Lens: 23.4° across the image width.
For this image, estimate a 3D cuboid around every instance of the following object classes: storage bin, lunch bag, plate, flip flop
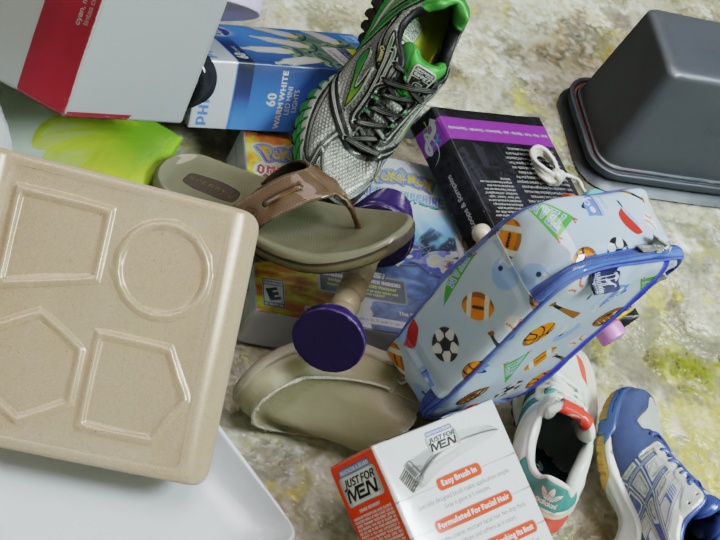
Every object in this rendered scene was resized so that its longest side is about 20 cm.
[{"bbox_3d":[0.300,-0.158,1.564,0.199,0.134,0.146,7,50,-24],"label":"storage bin"},{"bbox_3d":[0.125,0.022,1.198,0.160,0.200,0.076,-6,60,-47],"label":"lunch bag"},{"bbox_3d":[-0.173,0.142,1.138,0.199,0.032,0.200,-24,68,-39],"label":"plate"},{"bbox_3d":[-0.057,-0.052,1.225,0.200,0.058,0.081,21,37,22],"label":"flip flop"}]

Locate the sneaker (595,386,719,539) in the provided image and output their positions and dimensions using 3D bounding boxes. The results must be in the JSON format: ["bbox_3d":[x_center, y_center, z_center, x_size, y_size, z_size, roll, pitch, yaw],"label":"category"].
[{"bbox_3d":[0.227,0.170,1.273,0.075,0.088,0.201,37,40,-43],"label":"sneaker"}]

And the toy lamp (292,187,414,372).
[{"bbox_3d":[0.000,0.000,1.250,0.058,0.058,0.200,30,33,-2],"label":"toy lamp"}]

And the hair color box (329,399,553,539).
[{"bbox_3d":[0.073,0.200,1.162,0.111,0.064,0.201,-17,81,-36],"label":"hair color box"}]

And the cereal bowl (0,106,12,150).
[{"bbox_3d":[-0.327,-0.067,1.116,0.200,0.200,0.083,29,1,-3],"label":"cereal bowl"}]

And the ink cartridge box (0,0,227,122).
[{"bbox_3d":[-0.213,-0.208,1.209,0.200,0.145,0.145,28,16,24],"label":"ink cartridge box"}]

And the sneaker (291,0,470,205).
[{"bbox_3d":[0.015,-0.137,1.327,0.078,0.085,0.200,30,80,-26],"label":"sneaker"}]

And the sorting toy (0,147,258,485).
[{"bbox_3d":[-0.174,0.031,1.129,0.199,0.036,0.186,15,81,-23],"label":"sorting toy"}]

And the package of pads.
[{"bbox_3d":[-0.239,-0.063,1.248,0.154,0.068,0.200,31,42,-1],"label":"package of pads"}]

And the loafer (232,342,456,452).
[{"bbox_3d":[0.007,0.098,1.239,0.199,0.076,0.068,5,45,-25],"label":"loafer"}]

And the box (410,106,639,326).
[{"bbox_3d":[0.133,-0.038,1.408,0.143,0.036,0.200,1,57,-48],"label":"box"}]

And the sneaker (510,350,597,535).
[{"bbox_3d":[0.151,0.114,1.287,0.070,0.093,0.200,28,46,-4],"label":"sneaker"}]

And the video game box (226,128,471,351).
[{"bbox_3d":[0.000,-0.014,1.350,0.199,0.047,0.183,10,47,-21],"label":"video game box"}]

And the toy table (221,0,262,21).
[{"bbox_3d":[-0.154,-0.263,1.348,0.199,0.118,0.184,8,-2,25],"label":"toy table"}]

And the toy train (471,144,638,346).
[{"bbox_3d":[0.170,-0.028,1.361,0.150,0.056,0.200,43,36,-12],"label":"toy train"}]

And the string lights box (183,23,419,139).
[{"bbox_3d":[-0.059,-0.153,1.399,0.199,0.059,0.103,1,25,-28],"label":"string lights box"}]

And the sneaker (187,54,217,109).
[{"bbox_3d":[-0.172,-0.177,1.332,0.200,0.075,0.087,21,29,31],"label":"sneaker"}]
